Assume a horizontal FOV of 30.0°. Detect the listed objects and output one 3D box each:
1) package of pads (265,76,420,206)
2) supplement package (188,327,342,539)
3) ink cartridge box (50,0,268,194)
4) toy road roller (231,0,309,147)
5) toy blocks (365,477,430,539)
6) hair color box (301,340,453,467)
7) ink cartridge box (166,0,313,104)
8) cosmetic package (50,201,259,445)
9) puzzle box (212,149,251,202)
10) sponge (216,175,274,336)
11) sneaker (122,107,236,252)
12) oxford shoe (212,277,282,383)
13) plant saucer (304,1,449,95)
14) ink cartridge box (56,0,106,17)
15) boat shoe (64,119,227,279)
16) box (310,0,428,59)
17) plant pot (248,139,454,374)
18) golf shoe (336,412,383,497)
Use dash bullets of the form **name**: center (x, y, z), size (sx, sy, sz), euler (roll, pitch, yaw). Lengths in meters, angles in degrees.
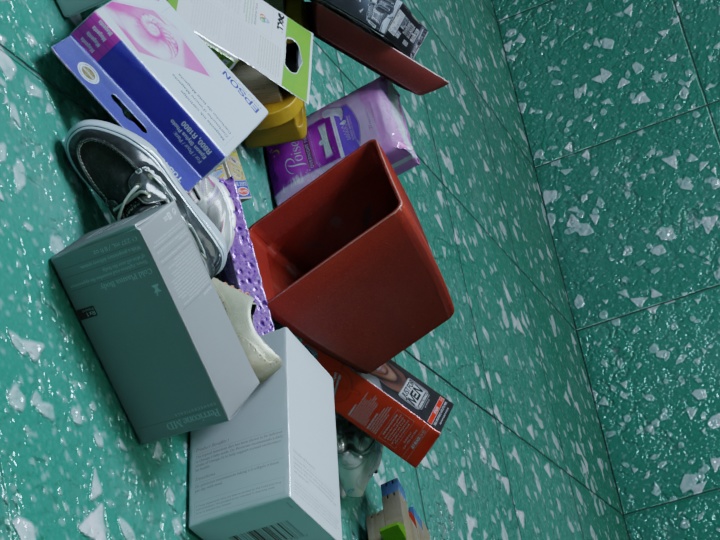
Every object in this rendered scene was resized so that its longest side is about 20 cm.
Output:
- **package of pads**: center (-0.027, -0.160, 1.784), size (0.076, 0.199, 0.121), euler (35, 36, -55)
- **supplement package**: center (-0.097, 0.181, 1.364), size (0.117, 0.116, 0.201), euler (51, 27, -46)
- **ink cartridge box**: center (-0.200, -0.195, 1.385), size (0.196, 0.043, 0.200), euler (47, 26, -10)
- **toy road roller**: center (-0.124, -0.251, 1.732), size (0.201, 0.122, 0.146), euler (-91, 171, -47)
- **toy blocks**: center (0.062, 0.362, 1.713), size (0.137, 0.100, 0.201), euler (-98, 162, -63)
- **hair color box**: center (0.011, 0.146, 1.648), size (0.200, 0.061, 0.102), euler (34, 20, 2)
- **ink cartridge box**: center (-0.157, -0.266, 1.578), size (0.199, 0.076, 0.148), euler (30, 38, -25)
- **cosmetic package**: center (-0.187, 0.050, 1.243), size (0.201, 0.106, 0.090), euler (66, 24, -11)
- **puzzle box**: center (-0.192, -0.139, 1.555), size (0.200, 0.025, 0.134), euler (-16, 88, -72)
- **sponge**: center (-0.134, 0.008, 1.484), size (0.112, 0.030, 0.201), euler (124, -48, -70)
- **sneaker**: center (-0.202, -0.096, 1.409), size (0.201, 0.081, 0.088), euler (63, 19, 5)
- **oxford shoe**: center (-0.147, 0.039, 1.364), size (0.201, 0.074, 0.071), euler (59, -14, 23)
- **plant saucer**: center (0.009, -0.292, 1.789), size (0.199, 0.037, 0.200), euler (30, 6, -12)
- **ink cartridge box**: center (-0.279, -0.372, 1.441), size (0.146, 0.083, 0.200), euler (64, 19, -17)
- **boat shoe**: center (-0.205, -0.065, 1.289), size (0.200, 0.072, 0.071), euler (43, 17, -12)
- **box**: center (-0.004, -0.342, 1.726), size (0.157, 0.050, 0.200), euler (31, 6, 10)
- **plant pot**: center (0.000, 0.000, 1.596), size (0.176, 0.200, 0.200), euler (51, 10, -27)
- **golf shoe**: center (-0.001, 0.215, 1.723), size (0.200, 0.078, 0.098), euler (-55, 144, -65)
